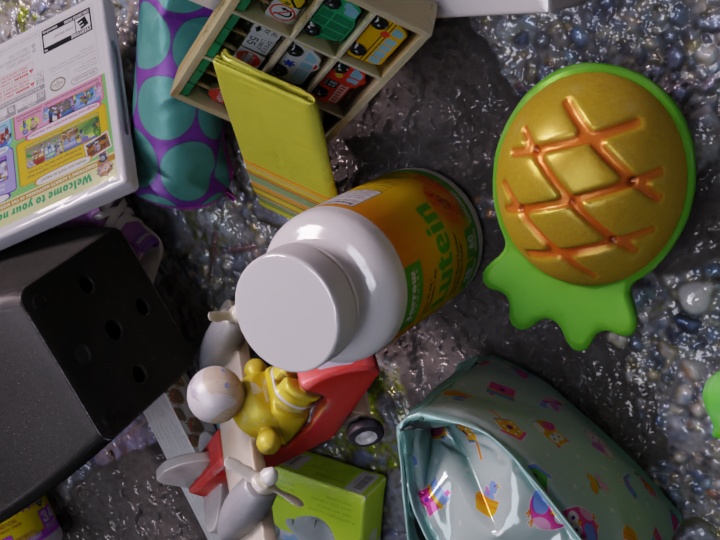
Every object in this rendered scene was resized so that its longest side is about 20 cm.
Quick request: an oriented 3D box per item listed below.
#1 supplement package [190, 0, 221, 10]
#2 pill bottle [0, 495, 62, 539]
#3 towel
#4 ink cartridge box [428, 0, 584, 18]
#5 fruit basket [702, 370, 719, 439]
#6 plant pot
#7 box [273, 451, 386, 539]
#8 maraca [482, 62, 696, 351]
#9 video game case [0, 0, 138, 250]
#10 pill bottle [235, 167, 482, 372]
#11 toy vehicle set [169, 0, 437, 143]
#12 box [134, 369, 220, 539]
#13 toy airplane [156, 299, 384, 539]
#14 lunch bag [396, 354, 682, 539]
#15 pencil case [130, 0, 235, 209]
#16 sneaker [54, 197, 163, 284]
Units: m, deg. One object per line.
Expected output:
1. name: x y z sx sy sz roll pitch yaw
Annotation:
1. supplement package: -0.088 -0.295 0.822 0.113 0.109 0.201 -18 73 34
2. pill bottle: -0.392 0.211 1.221 0.104 0.104 0.201 -22 95 34
3. towel: -0.054 -0.088 0.894 0.086 0.018 0.200 25 159 17
4. ink cartridge box: 0.072 -0.271 0.789 0.144 0.084 0.201 4 110 31
5. fruit basket: 0.307 0.148 0.764 0.214 0.156 0.217 8 121 13
6. plant pot: -0.263 0.074 0.986 0.177 0.200 0.201 -19 104 33
7. box: -0.044 0.263 1.063 0.121 0.048 0.201 14 112 25
8. maraca: 0.151 -0.041 0.806 0.137 0.107 0.201 21 117 22
9. video game case: -0.280 -0.114 0.990 0.199 0.022 0.183 -21 66 20
10. pill bottle: 0.000 0.000 0.854 0.111 0.200 0.112 11 112 28
11. toy vehicle set: -0.046 -0.153 0.836 0.124 0.027 0.200 21 154 -18
12. box: -0.153 0.168 1.102 0.041 0.039 0.201 -26 92 36
13. toy airplane: -0.095 0.123 0.963 0.199 0.141 0.200 15 74 45
14. lunch bag: 0.116 0.159 0.856 0.200 0.170 0.122 49 116 8
15. pencil case: -0.136 -0.154 0.954 0.092 0.085 0.201 2 116 -17
16. sneaker: -0.226 -0.063 1.050 0.114 0.073 0.201 11 123 30
